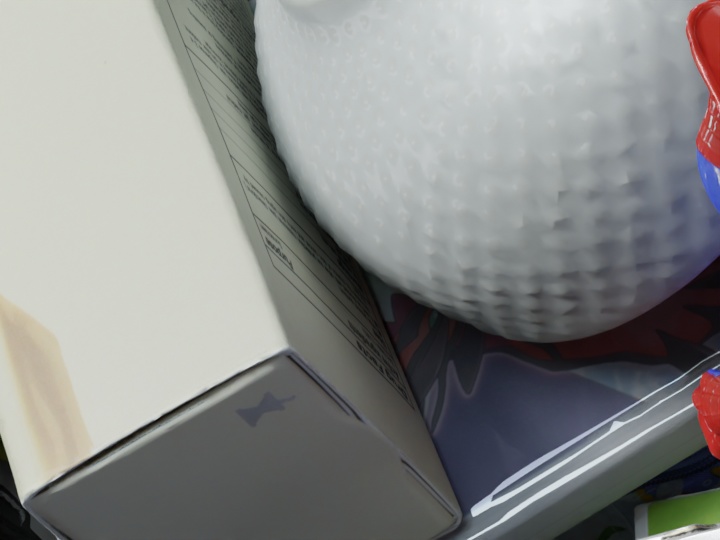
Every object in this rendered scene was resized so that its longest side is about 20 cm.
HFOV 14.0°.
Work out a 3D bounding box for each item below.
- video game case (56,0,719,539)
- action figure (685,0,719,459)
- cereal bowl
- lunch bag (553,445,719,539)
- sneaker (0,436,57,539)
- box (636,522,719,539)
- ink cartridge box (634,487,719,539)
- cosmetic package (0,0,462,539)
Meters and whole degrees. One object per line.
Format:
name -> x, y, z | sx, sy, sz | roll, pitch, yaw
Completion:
video game case -> 0.000, 0.000, 0.744 | 0.199, 0.023, 0.183 | -32, 55, 5
action figure -> 0.098, 0.007, 0.601 | 0.065, 0.200, 0.052 | -29, 64, -7
cereal bowl -> 0.034, -0.090, 0.657 | 0.200, 0.083, 0.201 | -41, 39, 45
lunch bag -> 0.017, 0.007, 0.797 | 0.199, 0.082, 0.161 | -9, 59, 20
sneaker -> -0.129, 0.001, 0.872 | 0.076, 0.075, 0.200 | -39, 56, 3
box -> 0.103, 0.149, 0.604 | 0.116, 0.060, 0.201 | -17, 75, 23
ink cartridge box -> 0.170, 0.113, 0.674 | 0.199, 0.076, 0.149 | -12, 61, 23
cosmetic package -> -0.055, -0.020, 0.706 | 0.071, 0.105, 0.201 | -29, 53, 10
